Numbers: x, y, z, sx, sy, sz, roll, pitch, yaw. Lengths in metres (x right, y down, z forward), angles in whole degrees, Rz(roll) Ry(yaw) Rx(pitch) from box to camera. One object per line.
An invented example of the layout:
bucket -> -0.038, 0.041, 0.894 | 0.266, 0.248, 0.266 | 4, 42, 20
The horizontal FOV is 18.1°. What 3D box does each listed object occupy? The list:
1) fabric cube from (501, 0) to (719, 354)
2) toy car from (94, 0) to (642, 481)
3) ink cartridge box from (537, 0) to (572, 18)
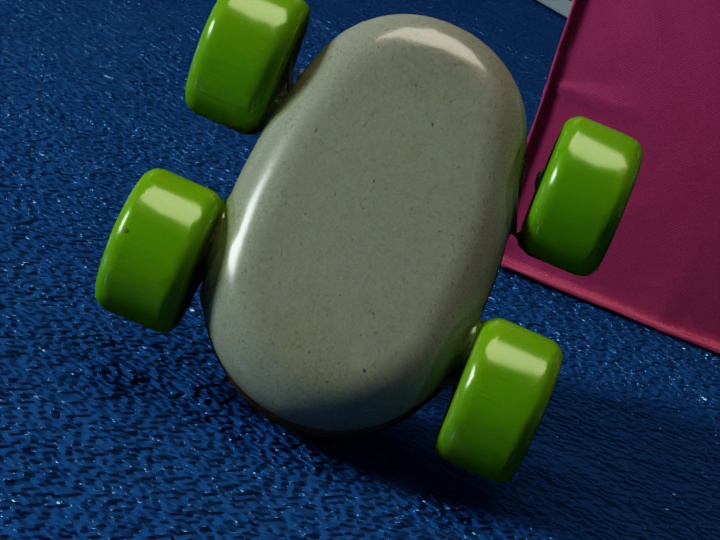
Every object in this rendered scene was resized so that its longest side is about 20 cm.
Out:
fabric cube -> 0.201, -0.080, 1.203 | 0.195, 0.201, 0.199 | 23, 16, 10
toy car -> 0.000, 0.000, 0.883 | 0.163, 0.159, 0.200 | 23, -14, 2
ink cartridge box -> 0.256, -0.332, 2.171 | 0.085, 0.202, 0.146 | 8, 18, -31
